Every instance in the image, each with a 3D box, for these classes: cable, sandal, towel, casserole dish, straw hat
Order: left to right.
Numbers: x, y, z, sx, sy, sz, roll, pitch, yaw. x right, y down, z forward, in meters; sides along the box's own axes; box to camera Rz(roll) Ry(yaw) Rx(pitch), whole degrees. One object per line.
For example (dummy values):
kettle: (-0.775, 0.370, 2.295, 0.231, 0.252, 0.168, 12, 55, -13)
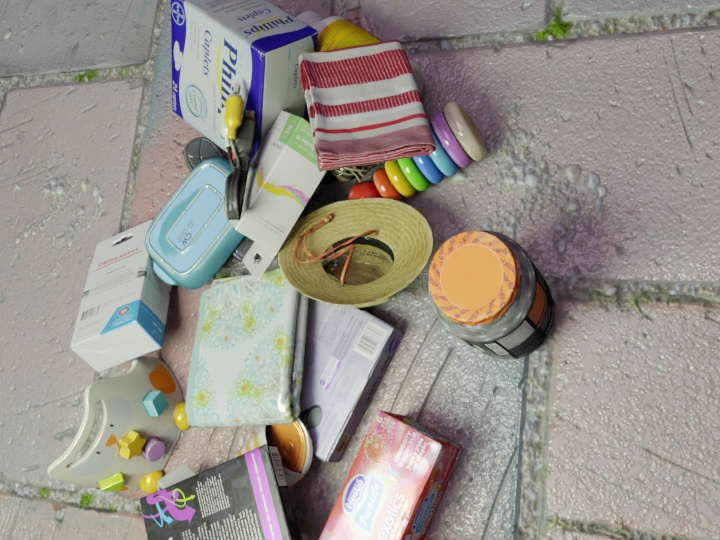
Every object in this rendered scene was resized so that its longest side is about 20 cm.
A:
casserole dish: (-0.224, -0.069, 1.132, 0.121, 0.039, 0.201, 40, 93, 14)
cable: (-0.162, -0.134, 1.022, 0.049, 0.098, 0.203, 7, 54, -4)
towel: (-0.148, 0.100, 1.060, 0.168, 0.048, 0.204, -11, 67, 33)
sandal: (-0.137, 0.268, 1.037, 0.079, 0.059, 0.207, 49, 115, 19)
straw hat: (0.000, 0.000, 1.031, 0.196, 0.086, 0.204, -7, 44, 7)
towel: (0.003, -0.209, 0.994, 0.141, 0.023, 0.203, -9, 54, -5)

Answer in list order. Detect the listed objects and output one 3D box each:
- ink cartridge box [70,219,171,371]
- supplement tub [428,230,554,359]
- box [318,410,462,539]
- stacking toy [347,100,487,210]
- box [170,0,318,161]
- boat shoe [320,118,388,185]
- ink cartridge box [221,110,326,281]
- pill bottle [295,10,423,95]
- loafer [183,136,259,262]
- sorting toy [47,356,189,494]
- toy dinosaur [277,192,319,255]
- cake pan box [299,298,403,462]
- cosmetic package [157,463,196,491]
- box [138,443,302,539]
ink cartridge box: (-0.339, 0.033, 1.180, 0.114, 0.067, 0.203, -20, 44, 17)
supplement tub: (0.149, 0.029, 0.927, 0.120, 0.200, 0.125, -6, 74, 21)
box: (0.032, 0.279, 0.968, 0.094, 0.099, 0.203, 23, 87, 25)
stacking toy: (0.066, -0.134, 1.077, 0.198, 0.085, 0.087, -33, 66, 19)
box: (-0.168, -0.275, 1.136, 0.199, 0.104, 0.186, 36, 136, 27)
boat shoe: (-0.006, -0.149, 1.071, 0.199, 0.073, 0.075, -6, 64, 61)
ink cartridge box: (-0.116, -0.099, 1.052, 0.202, 0.067, 0.117, -59, 24, 2)
pill bottle: (-0.014, -0.283, 1.126, 0.199, 0.104, 0.105, 38, 93, 25)
loafer: (-0.196, -0.099, 1.188, 0.071, 0.063, 0.203, -26, 79, -14)
sorting toy: (-0.333, 0.220, 1.091, 0.105, 0.180, 0.203, 25, 87, 26)
toy dinosaur: (-0.110, -0.108, 1.148, 0.087, 0.047, 0.203, -27, 74, 2)
cake pan box: (-0.062, 0.120, 1.076, 0.182, 0.052, 0.203, 26, 88, 24)
cosmetic package: (-0.183, 0.345, 1.049, 0.198, 0.050, 0.084, 31, 130, 26)
box: (-0.170, 0.315, 0.986, 0.197, 0.036, 0.146, -24, 70, 16)
